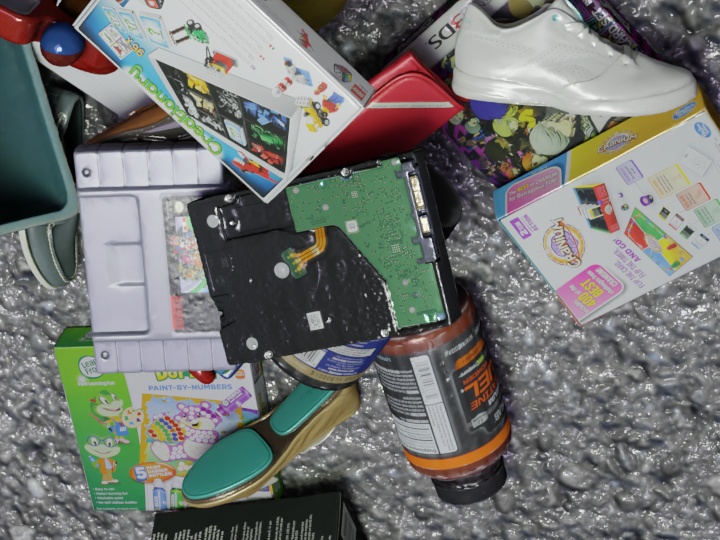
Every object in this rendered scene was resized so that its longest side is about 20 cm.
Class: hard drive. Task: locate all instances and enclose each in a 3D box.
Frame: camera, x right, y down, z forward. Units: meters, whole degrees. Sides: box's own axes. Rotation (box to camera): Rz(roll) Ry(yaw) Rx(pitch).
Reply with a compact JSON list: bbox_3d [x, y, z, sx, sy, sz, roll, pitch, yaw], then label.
[{"bbox_3d":[-0.029,-0.009,1.264,0.199,0.038,0.141,-12,98,23],"label":"hard drive"}]

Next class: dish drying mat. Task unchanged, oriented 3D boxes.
[{"bbox_3d":[-0.011,-0.099,1.331,0.200,0.018,0.077,-37,128,20],"label":"dish drying mat"}]

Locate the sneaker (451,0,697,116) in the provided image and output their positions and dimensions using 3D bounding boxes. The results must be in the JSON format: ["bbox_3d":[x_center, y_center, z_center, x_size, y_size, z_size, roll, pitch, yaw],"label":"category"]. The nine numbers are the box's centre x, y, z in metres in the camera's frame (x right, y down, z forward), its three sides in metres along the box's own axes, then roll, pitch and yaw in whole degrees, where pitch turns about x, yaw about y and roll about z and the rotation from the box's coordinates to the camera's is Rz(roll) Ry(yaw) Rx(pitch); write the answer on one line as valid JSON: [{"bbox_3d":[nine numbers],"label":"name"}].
[{"bbox_3d":[0.174,-0.176,1.282,0.198,0.075,0.089,6,107,8],"label":"sneaker"}]

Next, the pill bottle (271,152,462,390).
[{"bbox_3d":[0.000,0.000,1.344,0.111,0.112,0.200,31,126,-7],"label":"pill bottle"}]

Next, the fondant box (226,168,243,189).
[{"bbox_3d":[-0.062,-0.059,1.406,0.200,0.058,0.144,-36,124,22],"label":"fondant box"}]

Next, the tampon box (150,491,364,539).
[{"bbox_3d":[-0.098,0.322,1.587,0.198,0.127,0.150,-8,137,14],"label":"tampon box"}]

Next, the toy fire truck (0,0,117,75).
[{"bbox_3d":[-0.252,-0.217,1.262,0.199,0.168,0.112,28,121,-5],"label":"toy fire truck"}]

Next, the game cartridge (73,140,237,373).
[{"bbox_3d":[-0.168,-0.009,1.341,0.129,0.038,0.202,0,111,6],"label":"game cartridge"}]

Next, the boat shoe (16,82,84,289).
[{"bbox_3d":[-0.275,-0.074,1.458,0.061,0.073,0.201,3,114,13],"label":"boat shoe"}]

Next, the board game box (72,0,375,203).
[{"bbox_3d":[-0.102,-0.157,1.178,0.200,0.035,0.126,43,127,-10],"label":"board game box"}]

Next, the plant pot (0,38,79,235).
[{"bbox_3d":[-0.397,-0.100,1.379,0.199,0.196,0.197,-17,91,48],"label":"plant pot"}]

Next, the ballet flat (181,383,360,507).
[{"bbox_3d":[-0.079,0.170,1.521,0.200,0.069,0.063,-38,136,-3],"label":"ballet flat"}]

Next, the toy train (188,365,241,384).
[{"bbox_3d":[-0.181,0.017,1.445,0.200,0.116,0.085,42,89,1],"label":"toy train"}]

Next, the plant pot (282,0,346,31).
[{"bbox_3d":[-0.074,-0.268,1.266,0.198,0.201,0.142,-9,141,15],"label":"plant pot"}]

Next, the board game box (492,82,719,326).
[{"bbox_3d":[0.236,-0.052,1.365,0.199,0.040,0.153,-27,126,20],"label":"board game box"}]

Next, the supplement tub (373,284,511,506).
[{"bbox_3d":[0.078,0.118,1.477,0.106,0.107,0.201,-11,116,16],"label":"supplement tub"}]

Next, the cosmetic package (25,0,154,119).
[{"bbox_3d":[-0.171,-0.200,1.382,0.199,0.052,0.151,34,117,-9],"label":"cosmetic package"}]

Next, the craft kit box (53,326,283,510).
[{"bbox_3d":[-0.187,0.147,1.579,0.198,0.049,0.199,-3,115,12],"label":"craft kit box"}]

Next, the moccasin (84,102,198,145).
[{"bbox_3d":[-0.148,-0.129,1.352,0.200,0.078,0.074,-26,127,19],"label":"moccasin"}]

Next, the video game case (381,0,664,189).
[{"bbox_3d":[0.149,-0.162,1.352,0.181,0.036,0.200,-38,106,27],"label":"video game case"}]
